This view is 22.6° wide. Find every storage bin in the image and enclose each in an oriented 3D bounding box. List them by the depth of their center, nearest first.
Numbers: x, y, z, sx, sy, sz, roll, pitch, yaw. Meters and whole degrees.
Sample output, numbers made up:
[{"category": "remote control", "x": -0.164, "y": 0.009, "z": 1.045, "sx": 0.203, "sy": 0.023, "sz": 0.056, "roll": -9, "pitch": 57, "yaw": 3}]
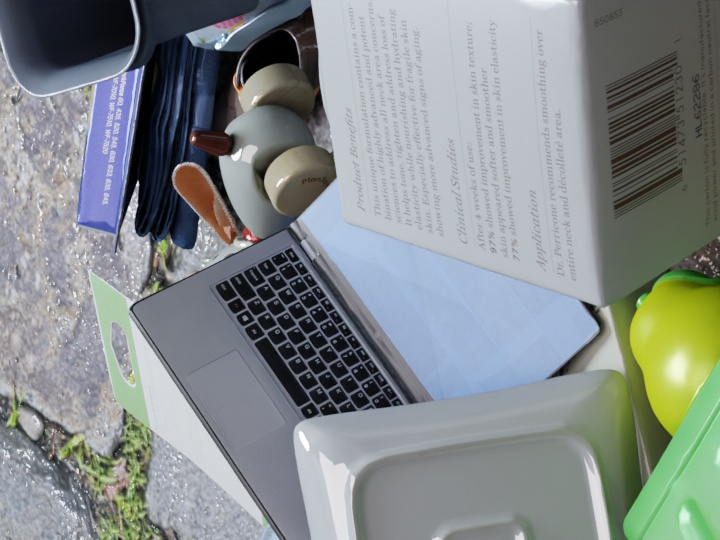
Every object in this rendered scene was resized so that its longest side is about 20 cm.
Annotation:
[{"category": "storage bin", "x": -0.154, "y": -0.218, "z": 1.109, "sx": 0.145, "sy": 0.134, "sz": 0.202, "roll": -9, "pitch": 97, "yaw": 42}]

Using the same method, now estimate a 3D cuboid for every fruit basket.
[{"category": "fruit basket", "x": 0.231, "y": 0.083, "z": 0.992, "sx": 0.216, "sy": 0.154, "sz": 0.217, "roll": -162, "pitch": 90, "yaw": -77}]

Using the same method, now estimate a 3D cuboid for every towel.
[{"category": "towel", "x": -0.136, "y": -0.126, "z": 1.353, "sx": 0.112, "sy": 0.048, "sz": 0.202, "roll": -108, "pitch": 26, "yaw": -70}]

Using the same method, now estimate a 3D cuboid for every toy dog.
[{"category": "toy dog", "x": -0.086, "y": -0.042, "z": 1.216, "sx": 0.132, "sy": 0.096, "sz": 0.201, "roll": 52, "pitch": 135, "yaw": 51}]

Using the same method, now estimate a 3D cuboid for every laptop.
[{"category": "laptop", "x": -0.001, "y": 0.030, "z": 1.079, "sx": 0.188, "sy": 0.199, "sz": 0.116, "roll": 54, "pitch": 150, "yaw": 17}]

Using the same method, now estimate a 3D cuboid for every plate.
[{"category": "plate", "x": 0.072, "y": 0.170, "z": 1.031, "sx": 0.032, "sy": 0.198, "sz": 0.202, "roll": 109, "pitch": 152, "yaw": -88}]

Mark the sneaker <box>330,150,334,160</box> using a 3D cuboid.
[{"category": "sneaker", "x": 0.001, "y": 0.000, "z": 1.237, "sx": 0.200, "sy": 0.076, "sz": 0.112, "roll": -56, "pitch": 52, "yaw": 40}]

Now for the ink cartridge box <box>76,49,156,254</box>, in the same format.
[{"category": "ink cartridge box", "x": -0.179, "y": -0.137, "z": 1.349, "sx": 0.200, "sy": 0.047, "sz": 0.199, "roll": -92, "pitch": 12, "yaw": -72}]

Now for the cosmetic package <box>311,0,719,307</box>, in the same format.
[{"category": "cosmetic package", "x": 0.101, "y": -0.107, "z": 0.969, "sx": 0.199, "sy": 0.166, "sz": 0.169, "roll": 20, "pitch": 128, "yaw": 43}]

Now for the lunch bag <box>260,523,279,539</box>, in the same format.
[{"category": "lunch bag", "x": 0.056, "y": 0.210, "z": 1.135, "sx": 0.127, "sy": 0.199, "sz": 0.171, "roll": 109, "pitch": 141, "yaw": -68}]

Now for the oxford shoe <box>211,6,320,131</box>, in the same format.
[{"category": "oxford shoe", "x": -0.068, "y": -0.138, "z": 1.281, "sx": 0.072, "sy": 0.073, "sz": 0.200, "roll": 61, "pitch": 144, "yaw": 7}]

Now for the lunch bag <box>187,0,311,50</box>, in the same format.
[{"category": "lunch bag", "x": -0.062, "y": -0.262, "z": 1.198, "sx": 0.169, "sy": 0.126, "sz": 0.202, "roll": -25, "pitch": 70, "yaw": 43}]

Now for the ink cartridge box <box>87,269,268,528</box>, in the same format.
[{"category": "ink cartridge box", "x": -0.121, "y": 0.087, "z": 1.359, "sx": 0.200, "sy": 0.048, "sz": 0.146, "roll": 35, "pitch": 144, "yaw": 37}]

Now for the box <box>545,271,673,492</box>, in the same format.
[{"category": "box", "x": 0.145, "y": 0.037, "z": 1.102, "sx": 0.082, "sy": 0.068, "sz": 0.202, "roll": -21, "pitch": 80, "yaw": 44}]
